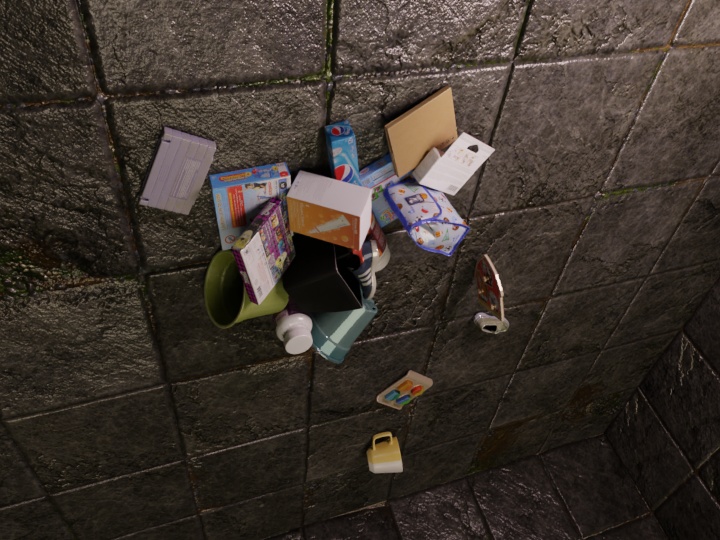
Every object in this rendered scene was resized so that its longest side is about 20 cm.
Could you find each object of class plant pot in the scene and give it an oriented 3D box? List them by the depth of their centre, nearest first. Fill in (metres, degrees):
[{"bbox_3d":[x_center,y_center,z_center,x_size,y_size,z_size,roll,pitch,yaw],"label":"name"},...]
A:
[{"bbox_3d":[-0.297,0.052,1.650,0.187,0.203,0.201,3,135,-47],"label":"plant pot"},{"bbox_3d":[-0.115,0.002,1.677,0.172,0.205,0.201,-19,142,13],"label":"plant pot"},{"bbox_3d":[-0.060,0.141,1.856,0.196,0.202,0.199,-45,137,13],"label":"plant pot"}]

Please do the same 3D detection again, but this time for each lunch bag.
[{"bbox_3d":[0.168,-0.147,1.606,0.195,0.172,0.126,9,127,-37],"label":"lunch bag"}]

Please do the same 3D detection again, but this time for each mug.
[{"bbox_3d":[0.102,0.830,2.744,0.147,0.194,0.150,-10,172,-3],"label":"mug"}]

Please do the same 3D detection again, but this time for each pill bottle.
[{"bbox_3d":[0.009,-0.091,1.687,0.112,0.116,0.201,-28,140,5],"label":"pill bottle"},{"bbox_3d":[-0.202,0.135,1.754,0.109,0.203,0.114,-13,140,-12],"label":"pill bottle"}]

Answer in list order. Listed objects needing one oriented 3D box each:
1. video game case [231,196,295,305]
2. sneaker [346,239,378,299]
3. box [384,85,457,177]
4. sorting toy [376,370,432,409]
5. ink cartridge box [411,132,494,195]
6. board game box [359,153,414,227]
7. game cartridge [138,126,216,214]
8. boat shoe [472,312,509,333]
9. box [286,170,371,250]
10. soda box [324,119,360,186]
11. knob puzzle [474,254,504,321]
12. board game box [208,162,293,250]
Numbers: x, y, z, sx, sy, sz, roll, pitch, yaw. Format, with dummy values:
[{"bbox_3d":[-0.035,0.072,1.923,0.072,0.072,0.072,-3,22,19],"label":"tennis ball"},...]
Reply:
[{"bbox_3d":[-0.234,-0.046,1.498,0.183,0.035,0.203,-56,154,-32],"label":"video game case"},{"bbox_3d":[0.000,0.000,1.647,0.081,0.076,0.204,-5,132,-9],"label":"sneaker"},{"bbox_3d":[0.157,-0.348,1.523,0.197,0.021,0.165,-34,141,-10],"label":"box"},{"bbox_3d":[0.184,0.498,2.476,0.199,0.037,0.183,-42,137,19],"label":"sorting toy"},{"bbox_3d":[0.249,-0.291,1.613,0.174,0.044,0.197,-49,151,24],"label":"ink cartridge box"},{"bbox_3d":[0.083,-0.222,1.644,0.148,0.037,0.202,-29,139,2],"label":"board game box"},{"bbox_3d":[-0.421,-0.224,1.387,0.127,0.039,0.202,7,131,-38],"label":"game cartridge"},{"bbox_3d":[0.505,0.214,2.313,0.196,0.063,0.073,13,128,-38],"label":"boat shoe"},{"bbox_3d":[-0.076,-0.150,1.509,0.193,0.099,0.126,16,143,11],"label":"box"},{"bbox_3d":[-0.043,-0.266,1.507,0.062,0.069,0.203,-17,140,-8],"label":"soda box"},{"bbox_3d":[0.414,0.047,1.996,0.029,0.223,0.224,-14,140,-10],"label":"knob puzzle"},{"bbox_3d":[-0.269,-0.159,1.515,0.189,0.057,0.204,-12,139,-15],"label":"board game box"}]
